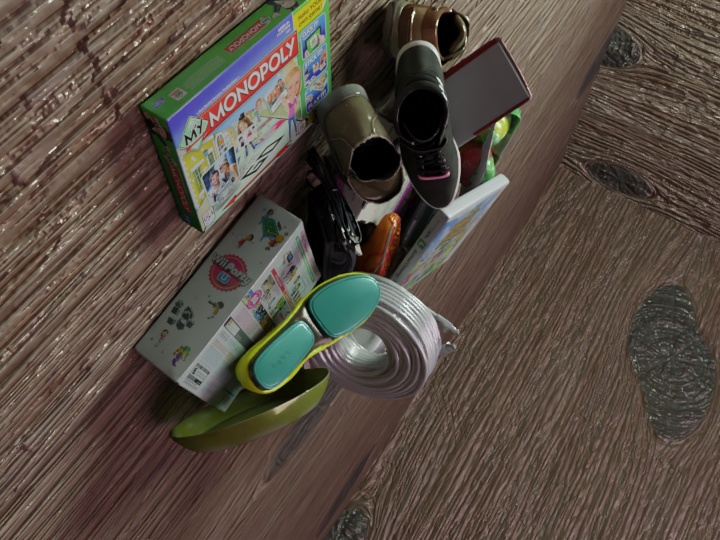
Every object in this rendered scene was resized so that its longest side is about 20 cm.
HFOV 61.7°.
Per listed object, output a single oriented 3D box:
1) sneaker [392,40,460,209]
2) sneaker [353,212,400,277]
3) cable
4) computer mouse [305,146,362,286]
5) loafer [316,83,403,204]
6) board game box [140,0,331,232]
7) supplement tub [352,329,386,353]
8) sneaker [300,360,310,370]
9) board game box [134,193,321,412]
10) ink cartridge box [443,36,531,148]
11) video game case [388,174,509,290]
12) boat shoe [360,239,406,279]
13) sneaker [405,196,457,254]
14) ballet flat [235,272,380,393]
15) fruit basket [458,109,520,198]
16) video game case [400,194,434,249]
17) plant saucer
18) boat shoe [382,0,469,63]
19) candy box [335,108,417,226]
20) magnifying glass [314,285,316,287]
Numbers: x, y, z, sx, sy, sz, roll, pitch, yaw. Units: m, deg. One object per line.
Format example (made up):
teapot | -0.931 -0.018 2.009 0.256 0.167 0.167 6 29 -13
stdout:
sneaker | 0.071 -0.135 0.664 0.100 0.070 0.202 -80 160 -50
sneaker | 0.000 0.000 0.864 0.202 0.077 0.073 -64 172 31
cable | 0.012 0.097 0.841 0.200 0.199 0.070 -45 -170 41
computer mouse | -0.029 -0.042 0.735 0.052 0.140 0.201 -14 155 -15
loafer | 0.007 -0.116 0.659 0.075 0.070 0.200 -30 156 6
board game box | -0.093 -0.145 0.525 0.201 0.029 0.135 -52 162 -27
supplement tub | -0.001 0.102 1.027 0.123 0.122 0.200 -58 166 -6
sneaker | -0.103 0.097 0.819 0.200 0.072 0.081 106 -16 -72
board game box | -0.131 0.041 0.659 0.201 0.064 0.148 -54 163 -17
ink cartridge box | 0.139 -0.228 0.789 0.145 0.083 0.200 -31 -169 22
video game case | 0.122 -0.046 0.883 0.199 0.022 0.183 -31 160 -48
boat shoe | 0.022 -0.022 0.990 0.200 0.071 0.077 142 -27 -81
sneaker | 0.109 -0.087 1.086 0.203 0.076 0.147 123 -10 -51
ballet flat | -0.062 0.065 0.681 0.199 0.067 0.067 -38 -168 -33
fruit basket | 0.192 -0.181 0.954 0.186 0.092 0.203 108 -6 -61
video game case | 0.088 -0.110 0.968 0.144 0.019 0.200 -62 -169 4
plant saucer | -0.125 0.167 0.714 0.197 0.032 0.200 -19 -177 1
boat shoe | 0.095 -0.279 0.727 0.200 0.071 0.077 -34 131 -57
candy box | 0.035 -0.135 0.856 0.138 0.061 0.200 -61 164 9
magnifying glass | -0.038 -0.001 0.931 0.080 0.022 0.200 -57 165 -3
